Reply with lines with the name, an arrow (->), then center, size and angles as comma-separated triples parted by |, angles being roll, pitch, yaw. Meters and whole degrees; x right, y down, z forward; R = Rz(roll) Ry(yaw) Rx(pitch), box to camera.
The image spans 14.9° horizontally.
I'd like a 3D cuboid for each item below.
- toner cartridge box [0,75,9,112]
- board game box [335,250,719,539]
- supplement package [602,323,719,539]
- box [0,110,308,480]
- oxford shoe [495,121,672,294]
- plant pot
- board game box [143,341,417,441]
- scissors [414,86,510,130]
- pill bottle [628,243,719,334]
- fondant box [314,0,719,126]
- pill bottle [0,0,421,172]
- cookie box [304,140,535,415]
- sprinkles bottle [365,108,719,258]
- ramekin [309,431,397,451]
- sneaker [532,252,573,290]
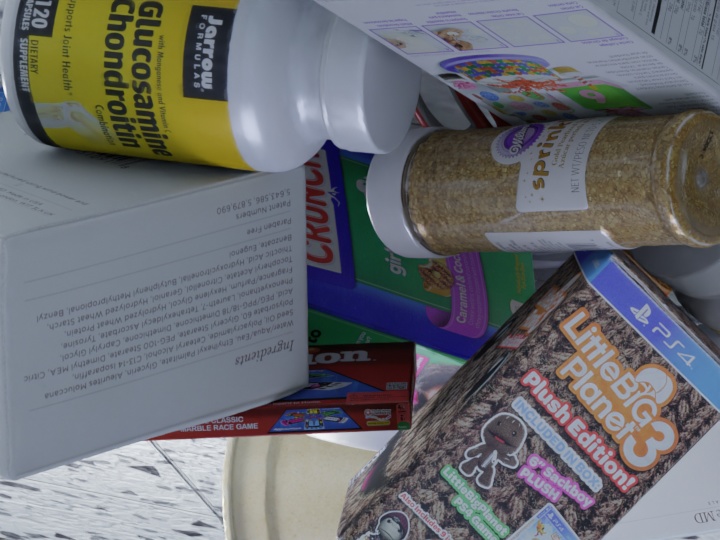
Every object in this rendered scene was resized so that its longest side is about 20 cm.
toner cartridge box -> -0.159, -0.073, 1.753 | 0.095, 0.043, 0.200 | 6, 163, 22
board game box -> 0.092, 0.088, 1.435 | 0.097, 0.200, 0.159 | 44, -175, -2
supplement package -> 0.209, 0.100, 1.754 | 0.199, 0.111, 0.155 | -16, -177, 41
box -> -0.163, 0.003, 1.460 | 0.199, 0.131, 0.198 | -16, -157, -39
oxford shoe -> 0.140, -0.057, 1.551 | 0.072, 0.071, 0.200 | -31, 138, 19
plant pot -> 0.003, 0.197, 2.360 | 0.183, 0.202, 0.200 | -5, 160, 20
board game box -> -0.070, 0.066, 1.508 | 0.199, 0.020, 0.103 | -3, -164, 4
scissors -> 0.086, -0.050, 1.490 | 0.073, 0.014, 0.200 | -20, 124, 13
pill bottle -> 0.239, -0.006, 1.517 | 0.114, 0.115, 0.200 | -1, 159, 43
fondant box -> 0.084, -0.128, 1.316 | 0.144, 0.059, 0.200 | -1, 159, 42
pill bottle -> -0.075, -0.110, 1.410 | 0.199, 0.113, 0.112 | 7, 164, 22
cookie box -> 0.000, 0.000, 1.628 | 0.199, 0.172, 0.075 | 17, 130, -17
sprinkles bottle -> 0.095, -0.042, 1.380 | 0.199, 0.069, 0.068 | -2, 159, 43
ramekin -> 0.064, 0.072, 1.893 | 0.199, 0.106, 0.200 | 8, -179, 0
sneaker -> 0.085, 0.035, 1.744 | 0.199, 0.082, 0.075 | -13, 137, 3
